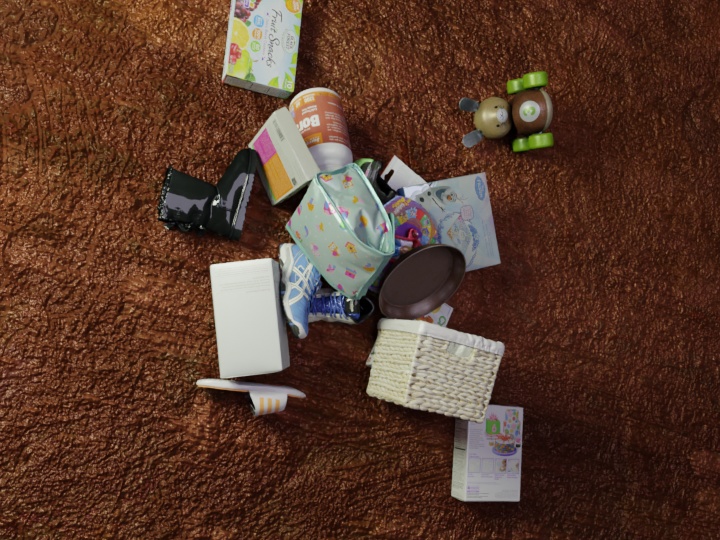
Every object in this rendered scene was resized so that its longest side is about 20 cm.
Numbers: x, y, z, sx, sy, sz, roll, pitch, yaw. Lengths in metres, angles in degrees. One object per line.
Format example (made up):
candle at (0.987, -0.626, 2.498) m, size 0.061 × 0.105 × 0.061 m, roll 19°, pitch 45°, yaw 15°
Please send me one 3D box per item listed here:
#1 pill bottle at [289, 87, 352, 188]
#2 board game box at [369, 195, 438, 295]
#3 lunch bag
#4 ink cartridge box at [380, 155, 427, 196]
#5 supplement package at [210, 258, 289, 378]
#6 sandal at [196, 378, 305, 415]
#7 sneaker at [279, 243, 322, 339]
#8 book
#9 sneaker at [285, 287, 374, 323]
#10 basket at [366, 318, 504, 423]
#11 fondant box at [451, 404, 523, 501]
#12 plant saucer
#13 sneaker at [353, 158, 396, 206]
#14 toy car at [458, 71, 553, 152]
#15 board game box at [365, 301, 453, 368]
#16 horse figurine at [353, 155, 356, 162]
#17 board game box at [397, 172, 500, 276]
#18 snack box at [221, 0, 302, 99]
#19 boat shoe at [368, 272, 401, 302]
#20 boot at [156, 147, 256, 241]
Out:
pill bottle at (-0.075, -0.248, 1.312) m, size 0.111 × 0.112 × 0.203 m, roll 0°, pitch 64°, yaw -24°
board game box at (0.073, -0.049, 1.327) m, size 0.199 × 0.039 × 0.159 m, roll -35°, pitch 107°, yaw -13°
lunch bag at (-0.024, -0.064, 1.217) m, size 0.121 × 0.171 × 0.201 m, roll -24°, pitch 72°, yaw -37°
ink cartridge box at (0.112, -0.141, 1.445) m, size 0.199 × 0.050 × 0.110 m, roll 39°, pitch 72°, yaw -14°
supplement package at (-0.201, 0.088, 1.224) m, size 0.115 × 0.117 × 0.203 m, roll -6°, pitch 85°, yaw 0°
sandal at (-0.207, 0.240, 1.247) m, size 0.203 × 0.079 × 0.060 m, roll 8°, pitch 81°, yaw -14°
sneaker at (-0.111, 0.031, 1.250) m, size 0.076 × 0.076 × 0.203 m, roll -6°, pitch 62°, yaw -1°
book at (-0.151, -0.211, 1.255) m, size 0.048 × 0.200 × 0.135 m, roll -29°, pitch 96°, yaw -23°
sneaker at (-0.055, 0.065, 1.310) m, size 0.197 × 0.115 × 0.082 m, roll 4°, pitch 80°, yaw -22°
basket at (0.141, 0.193, 1.298) m, size 0.196 × 0.199 × 0.163 m, roll 17°, pitch 80°, yaw -22°
fondant box at (0.277, 0.394, 1.448) m, size 0.142 × 0.058 × 0.203 m, roll 9°, pitch 81°, yaw -23°
plant saucer at (0.119, 0.018, 1.334) m, size 0.198 × 0.202 × 0.035 m, roll -9°, pitch 45°, yaw -25°
sneaker at (0.037, -0.132, 1.357) m, size 0.082 × 0.077 × 0.202 m, roll -10°, pitch 120°, yaw 11°
toy car at (0.322, -0.352, 1.521) m, size 0.197 × 0.158 × 0.167 m, roll -9°, pitch 98°, yaw -13°
board game box at (0.106, 0.139, 1.416) m, size 0.125 × 0.035 × 0.202 m, roll 31°, pitch 73°, yaw -18°
horse figurine at (-0.060, -0.142, 1.371) m, size 0.131 × 0.050 × 0.203 m, roll 11°, pitch 81°, yaw -28°
board game box at (0.190, -0.093, 1.418) m, size 0.196 × 0.043 × 0.203 m, roll -12°, pitch 94°, yaw -18°
snack box at (-0.197, -0.465, 1.347) m, size 0.140 × 0.053 × 0.203 m, roll 8°, pitch 80°, yaw -24°
boat shoe at (0.000, 0.000, 1.373) m, size 0.198 × 0.065 × 0.073 m, roll 25°, pitch 109°, yaw -18°
boot at (-0.291, -0.158, 1.260) m, size 0.160 × 0.073 × 0.201 m, roll 14°, pitch 79°, yaw -19°
